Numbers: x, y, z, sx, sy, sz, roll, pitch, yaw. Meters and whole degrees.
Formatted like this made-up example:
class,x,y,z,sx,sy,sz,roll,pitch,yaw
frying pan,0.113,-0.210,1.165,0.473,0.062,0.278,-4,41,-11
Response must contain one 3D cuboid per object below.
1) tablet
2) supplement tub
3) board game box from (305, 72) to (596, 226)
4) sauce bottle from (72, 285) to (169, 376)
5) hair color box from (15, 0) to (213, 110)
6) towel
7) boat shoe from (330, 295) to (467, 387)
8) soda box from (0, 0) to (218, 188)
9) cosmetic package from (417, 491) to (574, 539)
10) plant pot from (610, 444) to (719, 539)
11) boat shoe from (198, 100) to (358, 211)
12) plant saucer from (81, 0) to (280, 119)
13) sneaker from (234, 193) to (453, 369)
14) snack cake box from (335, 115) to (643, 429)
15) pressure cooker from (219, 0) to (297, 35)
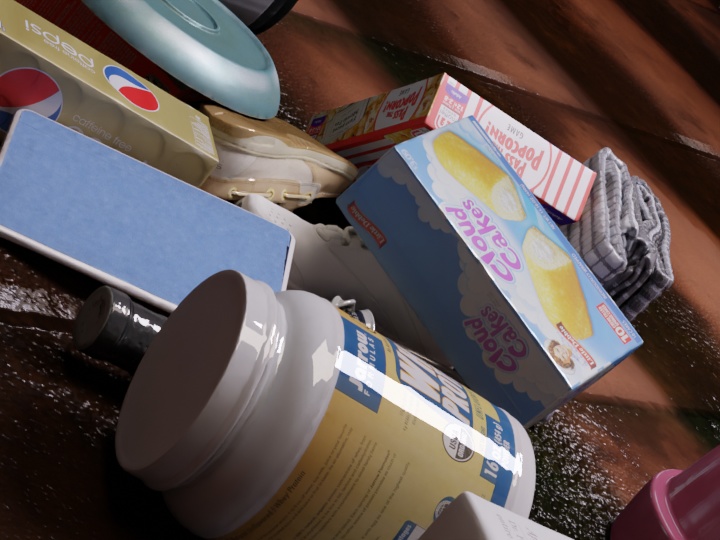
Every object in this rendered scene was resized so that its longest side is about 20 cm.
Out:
class,x,y,z,sx,sy,sz,roll,pitch,yaw
tablet,-0.136,-0.024,1.473,0.199,0.014,0.130,25,35,-11
supplement tub,-0.019,0.101,1.297,0.199,0.145,0.145,32,21,-24
board game box,0.062,-0.080,1.817,0.151,0.047,0.200,31,-20,-23
sauce bottle,-0.076,0.068,1.384,0.199,0.066,0.066,30,21,-32
hair color box,-0.193,-0.177,1.704,0.200,0.061,0.101,45,18,10
towel,0.159,0.011,1.804,0.086,0.165,0.200,44,19,-15
boat shoe,-0.017,0.051,1.532,0.199,0.066,0.072,32,21,-23
soda box,-0.192,-0.108,1.545,0.199,0.068,0.064,31,21,-26
cosmetic package,0.096,0.247,1.163,0.199,0.167,0.168,27,24,-32
plant pot,0.305,0.186,1.672,0.199,0.179,0.200,35,21,-15
boat shoe,-0.070,-0.071,1.697,0.074,0.070,0.200,31,8,27
plant saucer,-0.132,-0.181,1.681,0.200,0.027,0.200,36,16,-12
sneaker,0.000,0.000,1.644,0.199,0.087,0.075,33,22,-17
snack cake box,0.087,0.002,1.597,0.200,0.067,0.115,54,32,7
pressure cooker,-0.127,-0.275,1.871,0.199,0.179,0.176,14,35,-46
